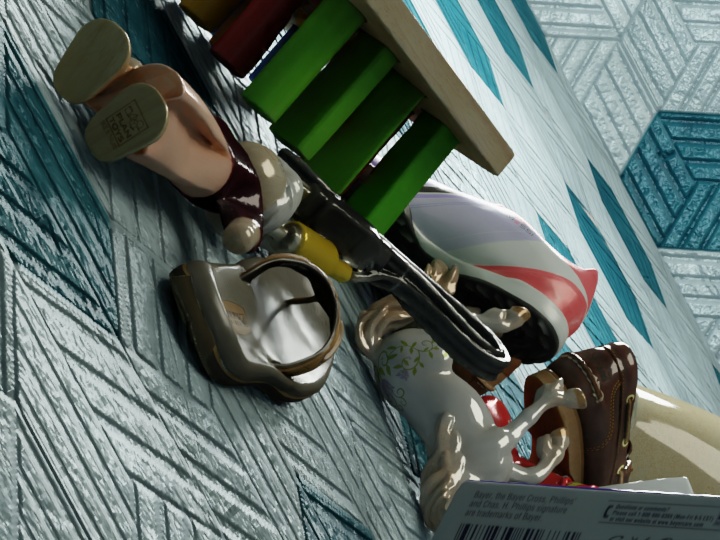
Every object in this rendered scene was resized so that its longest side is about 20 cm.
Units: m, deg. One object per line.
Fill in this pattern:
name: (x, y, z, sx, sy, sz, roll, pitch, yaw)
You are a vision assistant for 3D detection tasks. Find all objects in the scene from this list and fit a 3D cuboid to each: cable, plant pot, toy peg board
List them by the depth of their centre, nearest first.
cable: (0.000, 0.000, 1.598, 0.200, 0.050, 0.097, 41, 10, -33)
toy peg board: (-0.040, -0.124, 1.661, 0.199, 0.098, 0.200, 36, -9, 39)
plant pot: (0.230, 0.173, 2.032, 0.200, 0.187, 0.188, 41, 19, -24)

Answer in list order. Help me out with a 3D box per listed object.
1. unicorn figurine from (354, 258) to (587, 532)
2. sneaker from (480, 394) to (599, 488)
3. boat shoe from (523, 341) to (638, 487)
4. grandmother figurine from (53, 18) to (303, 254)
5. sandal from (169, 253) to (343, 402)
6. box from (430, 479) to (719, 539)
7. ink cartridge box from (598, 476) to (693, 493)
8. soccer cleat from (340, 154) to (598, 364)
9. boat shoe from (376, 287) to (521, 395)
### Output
unicorn figurine: (0.065, 0.089, 1.653, 0.200, 0.137, 0.074, 44, -39, 31)
sneaker: (0.107, 0.147, 1.707, 0.077, 0.085, 0.200, 54, 14, -39)
boat shoe: (0.144, 0.123, 1.790, 0.070, 0.070, 0.200, 51, -24, 31)
grandmother figurine: (-0.081, -0.058, 1.413, 0.122, 0.060, 0.200, 68, 14, 19)
sandal: (-0.042, 0.018, 1.413, 0.082, 0.054, 0.200, 64, 11, 12)
box: (0.148, 0.207, 1.428, 0.200, 0.183, 0.105, 54, 51, -37)
ink cartridge box: (0.185, 0.244, 1.709, 0.200, 0.083, 0.146, -104, -173, -51)
soccer cleat: (0.056, -0.023, 1.754, 0.200, 0.068, 0.073, 36, 52, 9)
boat shoe: (0.042, -0.010, 1.812, 0.201, 0.074, 0.076, 63, 11, 3)
